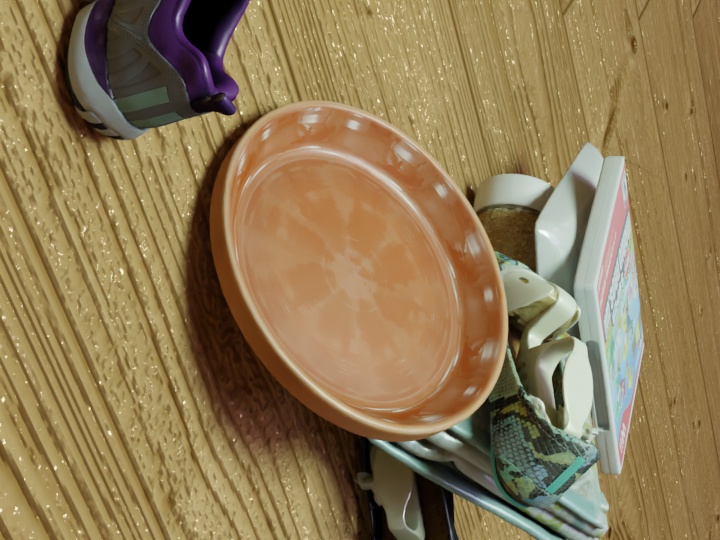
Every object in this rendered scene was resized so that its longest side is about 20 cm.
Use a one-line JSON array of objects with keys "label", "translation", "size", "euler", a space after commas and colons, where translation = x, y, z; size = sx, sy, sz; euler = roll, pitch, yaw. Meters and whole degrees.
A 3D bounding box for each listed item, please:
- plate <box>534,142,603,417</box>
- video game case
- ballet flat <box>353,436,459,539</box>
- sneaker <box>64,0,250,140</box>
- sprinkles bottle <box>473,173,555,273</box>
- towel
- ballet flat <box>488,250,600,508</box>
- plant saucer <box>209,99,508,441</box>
[{"label": "plate", "translation": [0.176, 0.023, 1.029], "size": [0.200, 0.032, 0.202], "euler": [-48, 135, -60]}, {"label": "video game case", "translation": [0.192, 0.036, 1.004], "size": [0.144, 0.017, 0.202], "euler": [-68, 152, -43]}, {"label": "ballet flat", "translation": [0.031, 0.171, 0.828], "size": [0.073, 0.072, 0.203], "euler": [5, 78, -62]}, {"label": "sneaker", "translation": [-0.077, -0.159, 0.621], "size": [0.074, 0.086, 0.203], "euler": [26, 65, -59]}, {"label": "sprinkles bottle", "translation": [0.106, 0.031, 0.985], "size": [0.068, 0.067, 0.203], "euler": [43, 51, -53]}, {"label": "towel", "translation": [0.077, 0.072, 0.846], "size": [0.199, 0.048, 0.172], "euler": [35, 33, -27]}, {"label": "ballet flat", "translation": [0.108, 0.049, 0.799], "size": [0.074, 0.073, 0.202], "euler": [57, 19, -44]}, {"label": "plant saucer", "translation": [0.000, 0.000, 0.739], "size": [0.199, 0.032, 0.203], "euler": [22, 52, -30]}]
